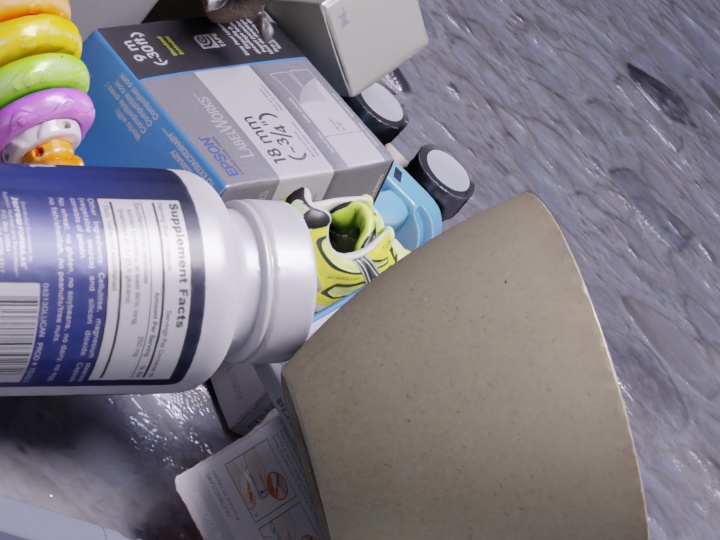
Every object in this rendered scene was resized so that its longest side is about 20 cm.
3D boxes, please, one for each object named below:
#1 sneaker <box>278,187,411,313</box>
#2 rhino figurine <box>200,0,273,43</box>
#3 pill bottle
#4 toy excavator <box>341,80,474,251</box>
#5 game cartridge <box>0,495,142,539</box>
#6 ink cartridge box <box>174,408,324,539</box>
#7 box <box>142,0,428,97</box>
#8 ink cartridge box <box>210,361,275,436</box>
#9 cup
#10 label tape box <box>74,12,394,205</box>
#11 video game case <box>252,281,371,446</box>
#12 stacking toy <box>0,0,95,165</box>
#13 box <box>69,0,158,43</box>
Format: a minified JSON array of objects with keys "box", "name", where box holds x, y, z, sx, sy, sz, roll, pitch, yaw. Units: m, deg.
[{"box":[0.000,0.000,1.347,0.076,0.076,0.200,53,22,22],"name":"sneaker"},{"box":[-0.069,-0.191,1.392,0.060,0.088,0.200,31,13,-23],"name":"rhino figurine"},{"box":[-0.126,0.005,1.124,0.199,0.111,0.111,1,45,-29],"name":"pill bottle"},{"box":[-0.044,-0.054,1.486,0.194,0.100,0.200,45,31,0],"name":"toy excavator"},{"box":[-0.151,0.156,1.010,0.199,0.041,0.134,25,35,-41],"name":"game cartridge"},{"box":[-0.012,0.148,1.228,0.200,0.050,0.162,-28,90,-48],"name":"ink cartridge box"},{"box":[-0.058,-0.166,1.496,0.082,0.199,0.069,-37,123,-32],"name":"box"},{"box":[-0.007,0.068,1.384,0.199,0.050,0.109,24,31,-40],"name":"ink cartridge box"},{"box":[0.042,0.078,1.138,0.200,0.142,0.202,164,-90,-85],"name":"cup"},{"box":[-0.100,-0.076,1.350,0.199,0.063,0.144,-12,51,-42],"name":"label tape box"},{"box":[0.038,0.103,1.243,0.143,0.018,0.201,-29,90,-42],"name":"video game case"},{"box":[-0.186,-0.098,1.282,0.201,0.116,0.110,64,1,17],"name":"stacking toy"},{"box":[-0.158,-0.222,1.409,0.097,0.200,0.125,30,27,-25],"name":"box"}]
